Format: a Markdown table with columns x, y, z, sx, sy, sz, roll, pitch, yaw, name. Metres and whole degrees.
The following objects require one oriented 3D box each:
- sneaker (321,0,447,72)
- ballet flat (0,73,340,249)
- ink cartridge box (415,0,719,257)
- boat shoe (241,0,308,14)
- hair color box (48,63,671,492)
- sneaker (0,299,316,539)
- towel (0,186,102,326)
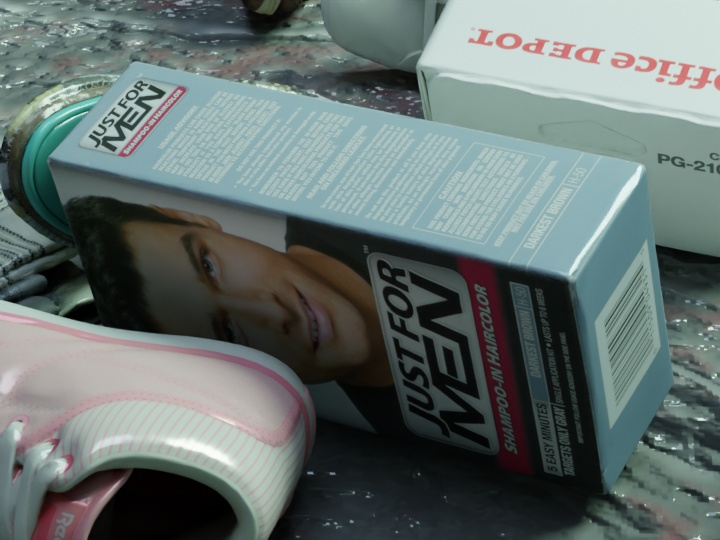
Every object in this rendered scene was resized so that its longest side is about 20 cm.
| x | y | z | sx | sy | sz | roll | pitch | yaw | name |
| --- | --- | --- | --- | --- | --- | --- | --- | --- | --- |
| 0.079 | -0.114 | 1.088 | 0.199 | 0.073 | 0.085 | 2 | 25 | 5 | sneaker |
| -0.080 | -0.045 | 0.938 | 0.072 | 0.072 | 0.200 | 21 | 14 | 37 | ballet flat |
| 0.125 | -0.111 | 0.993 | 0.144 | 0.084 | 0.200 | 11 | 52 | 18 | ink cartridge box |
| -0.022 | -0.185 | 1.238 | 0.075 | 0.075 | 0.202 | 3 | 27 | -2 | boat shoe |
| 0.000 | 0.000 | 0.821 | 0.199 | 0.099 | 0.061 | 14 | 47 | 28 | hair color box |
| -0.117 | 0.060 | 0.763 | 0.199 | 0.076 | 0.105 | 4 | 22 | 2 | sneaker |
| -0.213 | 0.000 | 0.932 | 0.192 | 0.035 | 0.200 | -21 | 33 | -32 | towel |
